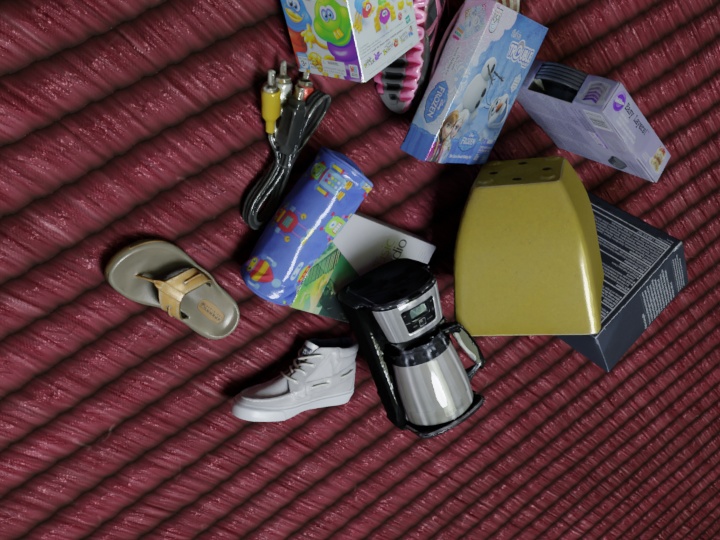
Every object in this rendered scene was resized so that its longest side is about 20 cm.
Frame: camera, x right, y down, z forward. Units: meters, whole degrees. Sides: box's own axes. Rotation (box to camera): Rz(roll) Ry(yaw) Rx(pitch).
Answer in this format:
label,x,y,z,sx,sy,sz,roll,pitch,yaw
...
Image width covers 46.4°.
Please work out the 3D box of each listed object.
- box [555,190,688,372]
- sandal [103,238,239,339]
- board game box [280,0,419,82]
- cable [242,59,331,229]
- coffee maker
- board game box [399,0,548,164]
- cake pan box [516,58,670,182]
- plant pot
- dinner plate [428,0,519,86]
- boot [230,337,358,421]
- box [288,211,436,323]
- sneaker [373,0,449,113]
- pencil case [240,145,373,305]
label,x,y,z,sx,sy,sz,roll,pitch,yaw
box,0.362,0.012,1.310,0.198,0.200,0.123,-44,139,-8
sandal,-0.206,0.029,0.980,0.081,0.054,0.200,-51,134,-3
board game box,-0.022,-0.318,0.884,0.105,0.102,0.201,-42,135,-32
cable,-0.094,-0.148,0.995,0.097,0.050,0.201,-20,139,-49
coffee maker,0.050,0.098,1.112,0.135,0.191,0.201,-37,114,-41
board game box,0.148,-0.232,1.058,0.200,0.043,0.200,-12,129,-60
cake pan box,0.309,-0.211,1.160,0.200,0.184,0.053,33,88,-43
plant pot,0.226,-0.044,1.151,0.196,0.192,0.202,-56,140,-60
dinner plate,0.139,-0.278,1.067,0.200,0.024,0.201,-42,151,-30
boot,-0.086,0.138,1.133,0.199,0.073,0.096,-7,112,-45
box,0.000,0.000,1.138,0.199,0.036,0.145,18,102,-41
sneaker,0.073,-0.290,1.016,0.095,0.079,0.202,-19,126,-43
pencil case,-0.066,-0.050,1.019,0.201,0.078,0.087,-55,144,7
